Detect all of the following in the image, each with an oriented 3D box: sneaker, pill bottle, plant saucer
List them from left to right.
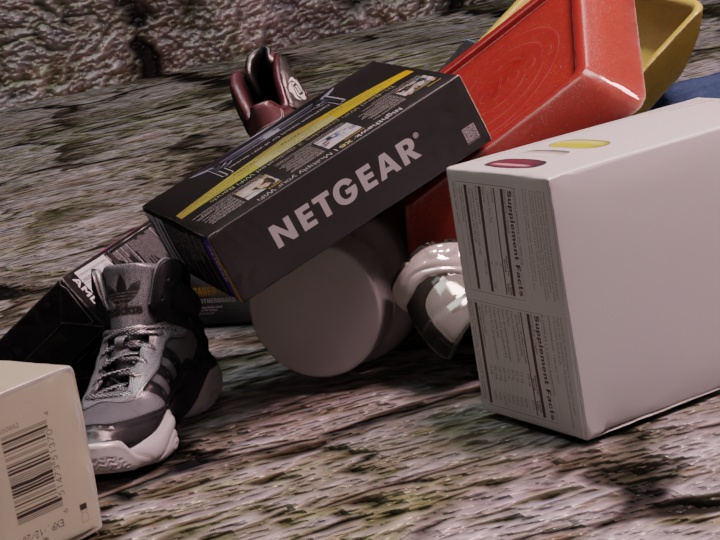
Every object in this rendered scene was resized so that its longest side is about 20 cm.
[{"bbox_3d":[-0.152,0.056,1.339,0.075,0.115,0.200,-7,13,18],"label":"sneaker"},{"bbox_3d":[-0.047,-0.125,1.603,0.075,0.116,0.200,-25,11,11],"label":"sneaker"},{"bbox_3d":[0.000,0.000,1.465,0.113,0.115,0.200,-6,13,20],"label":"pill bottle"},{"bbox_3d":[0.101,-0.117,1.417,0.199,0.037,0.201,-37,25,25],"label":"plant saucer"},{"bbox_3d":[0.118,0.026,1.387,0.199,0.074,0.080,-5,52,-27],"label":"sneaker"},{"bbox_3d":[0.138,-0.124,1.509,0.200,0.049,0.200,-47,30,-9],"label":"plant saucer"}]

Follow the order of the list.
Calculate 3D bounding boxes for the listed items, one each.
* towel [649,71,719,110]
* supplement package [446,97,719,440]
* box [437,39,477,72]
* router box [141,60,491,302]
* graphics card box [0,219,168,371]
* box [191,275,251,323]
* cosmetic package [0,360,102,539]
[{"bbox_3d":[0.263,-0.057,1.460,0.111,0.049,0.201,-12,45,-17],"label":"towel"},{"bbox_3d":[0.172,-0.008,1.254,0.199,0.157,0.111,-17,14,-28],"label":"supplement package"},{"bbox_3d":[0.126,-0.111,1.600,0.082,0.049,0.200,-48,39,-11],"label":"box"},{"bbox_3d":[-0.032,-0.064,1.381,0.199,0.052,0.157,-33,19,-13],"label":"router box"},{"bbox_3d":[-0.201,0.035,1.500,0.125,0.051,0.200,-42,2,22],"label":"graphics card box"},{"bbox_3d":[-0.046,-0.009,1.694,0.157,0.049,0.200,-4,14,27],"label":"box"},{"bbox_3d":[-0.253,0.110,1.217,0.199,0.104,0.087,0,15,44],"label":"cosmetic package"}]
